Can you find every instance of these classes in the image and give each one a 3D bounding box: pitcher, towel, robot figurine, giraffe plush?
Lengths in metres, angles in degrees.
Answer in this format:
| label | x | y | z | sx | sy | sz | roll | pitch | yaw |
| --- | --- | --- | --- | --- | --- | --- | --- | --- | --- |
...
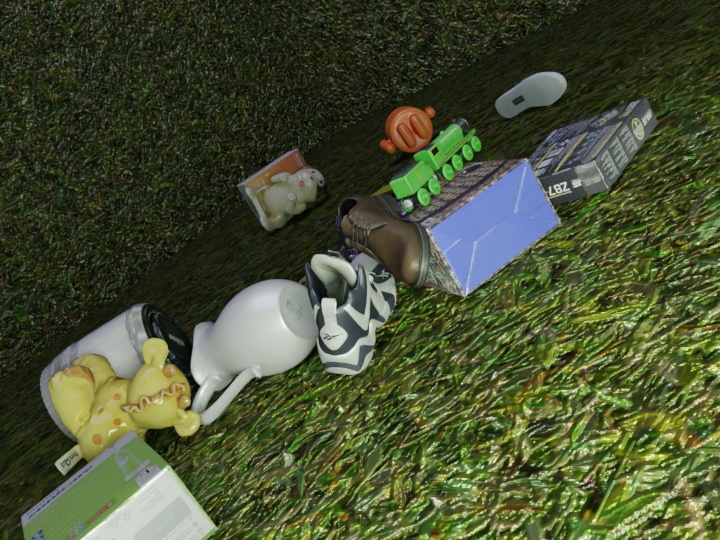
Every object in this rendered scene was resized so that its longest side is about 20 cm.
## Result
| label | x | y | z | sx | sy | sz | roll | pitch | yaw |
| --- | --- | --- | --- | --- | --- | --- | --- | --- | --- |
| pitcher | -0.149 | 0.110 | 0.970 | 0.199 | 0.121 | 0.173 | -28 | 41 | 35 |
| towel | 0.098 | -0.189 | 1.580 | 0.199 | 0.018 | 0.086 | -17 | 16 | 47 |
| robot figurine | 0.124 | -0.372 | 1.909 | 0.200 | 0.116 | 0.145 | -106 | 31 | -74 |
| giraffe plush | -0.294 | 0.171 | 0.947 | 0.161 | 0.173 | 0.200 | -30 | 23 | 5 |

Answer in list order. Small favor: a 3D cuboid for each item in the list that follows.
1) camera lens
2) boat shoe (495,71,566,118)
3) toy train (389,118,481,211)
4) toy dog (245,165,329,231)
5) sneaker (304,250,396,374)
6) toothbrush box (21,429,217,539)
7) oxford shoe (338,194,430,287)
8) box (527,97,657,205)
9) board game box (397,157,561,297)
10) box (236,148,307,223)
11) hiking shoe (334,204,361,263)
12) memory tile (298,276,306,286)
| label | x | y | z | sx | sy | sz | roll | pitch | yaw |
| --- | --- | --- | --- | --- | --- | --- | --- | --- | --- |
| camera lens | -0.368 | 0.159 | 1.128 | 0.199 | 0.161 | 0.160 | -31 | 15 | 3 |
| boat shoe | 0.368 | -0.385 | 1.540 | 0.065 | 0.074 | 0.200 | -43 | 19 | -24 |
| toy train | 0.103 | -0.145 | 0.966 | 0.042 | 0.057 | 0.200 | -17 | 22 | 44 |
| toy dog | -0.185 | -0.205 | 2.024 | 0.199 | 0.140 | 0.194 | -30 | -22 | 13 |
| sneaker | -0.011 | 0.010 | 0.864 | 0.079 | 0.130 | 0.200 | 5 | 41 | 21 |
| toothbrush box | -0.250 | 0.254 | 0.732 | 0.145 | 0.086 | 0.200 | -39 | 17 | -24 |
| oxford shoe | 0.021 | -0.035 | 0.854 | 0.084 | 0.073 | 0.200 | 3 | 22 | -23 |
| box | 0.299 | -0.157 | 1.003 | 0.161 | 0.049 | 0.200 | -18 | 21 | 48 |
| board game box | 0.129 | -0.061 | 0.946 | 0.159 | 0.097 | 0.200 | -36 | 15 | -13 |
| box | -0.244 | -0.248 | 2.188 | 0.199 | 0.153 | 0.106 | -37 | 15 | -15 |
| hiking shoe | 0.000 | 0.000 | 1.033 | 0.075 | 0.101 | 0.201 | -2 | 64 | 36 |
| memory tile | -0.012 | -0.024 | 1.181 | 0.199 | 0.017 | 0.153 | -31 | -3 | 1 |
